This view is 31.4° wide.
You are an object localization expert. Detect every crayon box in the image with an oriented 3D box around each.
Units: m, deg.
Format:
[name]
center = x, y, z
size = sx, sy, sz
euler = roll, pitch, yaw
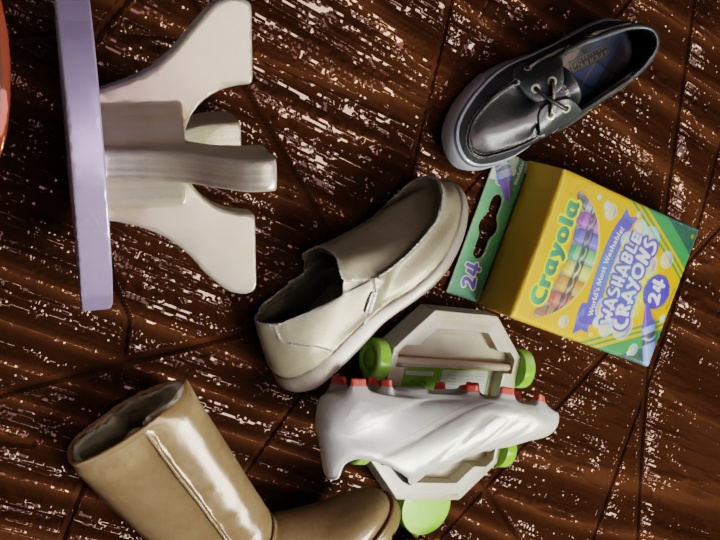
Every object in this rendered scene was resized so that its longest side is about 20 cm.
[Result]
[crayon box]
center = 0.179, -0.008, 1.057
size = 0.199, 0.052, 0.126
euler = 19, 92, -33

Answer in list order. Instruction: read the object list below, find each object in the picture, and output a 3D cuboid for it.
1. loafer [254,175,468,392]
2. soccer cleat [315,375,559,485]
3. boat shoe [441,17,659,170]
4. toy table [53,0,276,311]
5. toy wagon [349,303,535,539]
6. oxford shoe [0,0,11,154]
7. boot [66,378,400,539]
[loafer]
center = 0.000, 0.000, 0.936
size = 0.200, 0.076, 0.068
euler = -48, 127, -11
[soccer cleat]
center = 0.058, 0.122, 0.958
size = 0.199, 0.069, 0.078
euler = 5, 87, -24
[boat shoe]
center = 0.149, -0.143, 0.997
size = 0.200, 0.057, 0.069
euler = -35, 109, -21
[toy table]
center = -0.124, -0.077, 0.793
size = 0.116, 0.184, 0.201
euler = -4, 118, -14
[toy wagon]
center = 0.058, 0.129, 1.026
size = 0.154, 0.040, 0.201
euler = 6, 100, -32
[oxford shoe]
center = -0.257, -0.074, 0.767
size = 0.072, 0.071, 0.201
euler = 10, 97, -28
[boot]
center = -0.083, 0.157, 0.921
size = 0.175, 0.066, 0.200
euler = -34, 117, -7
